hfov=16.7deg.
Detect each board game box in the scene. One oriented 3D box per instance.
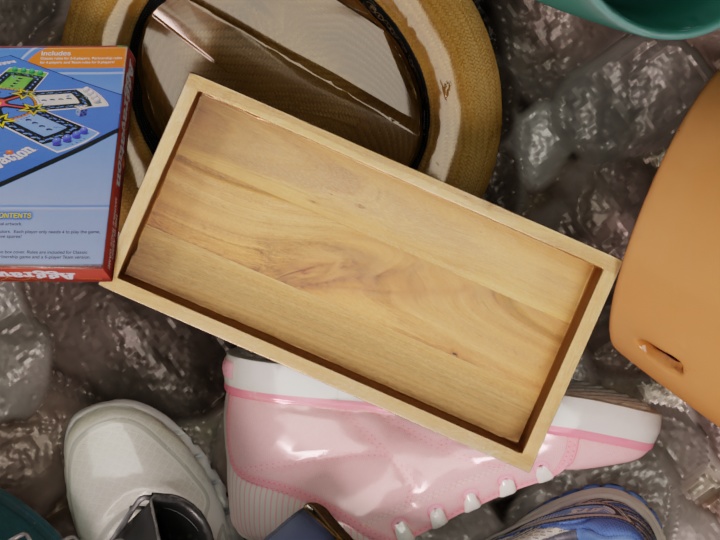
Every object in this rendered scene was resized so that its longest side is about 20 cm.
[{"bbox_3d":[-0.199,-0.046,1.050,0.200,0.019,0.103,1,71,10],"label":"board game box"}]

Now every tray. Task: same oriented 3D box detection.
[{"bbox_3d":[0.000,0.000,1.050,0.200,0.037,0.099,24,93,-1],"label":"tray"}]

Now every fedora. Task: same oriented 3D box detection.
[{"bbox_3d":[-0.036,-0.078,1.104,0.200,0.082,0.201,0,93,-2],"label":"fedora"}]

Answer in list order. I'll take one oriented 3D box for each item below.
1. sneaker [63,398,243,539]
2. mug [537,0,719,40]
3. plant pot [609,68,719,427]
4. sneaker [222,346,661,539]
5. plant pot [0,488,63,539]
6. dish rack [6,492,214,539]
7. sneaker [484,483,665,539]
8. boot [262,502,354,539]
[{"bbox_3d":[-0.084,0.154,1.114,0.075,0.081,0.200,-20,90,3],"label":"sneaker"},{"bbox_3d":[0.099,-0.190,1.058,0.185,0.114,0.152,20,95,-39],"label":"mug"},{"bbox_3d":[0.198,-0.003,1.059,0.140,0.200,0.200,24,92,16],"label":"plant pot"},{"bbox_3d":[0.033,0.094,1.115,0.200,0.075,0.105,5,94,3],"label":"sneaker"},{"bbox_3d":[-0.227,0.199,1.035,0.200,0.188,0.201,3,99,18],"label":"plant pot"},{"bbox_3d":[-0.140,0.164,0.958,0.200,0.055,0.154,8,56,-38],"label":"dish rack"},{"bbox_3d":[0.048,0.160,1.110,0.200,0.085,0.077,-33,91,2],"label":"sneaker"},{"bbox_3d":[-0.055,0.192,1.058,0.200,0.075,0.097,-39,71,-3],"label":"boot"}]
